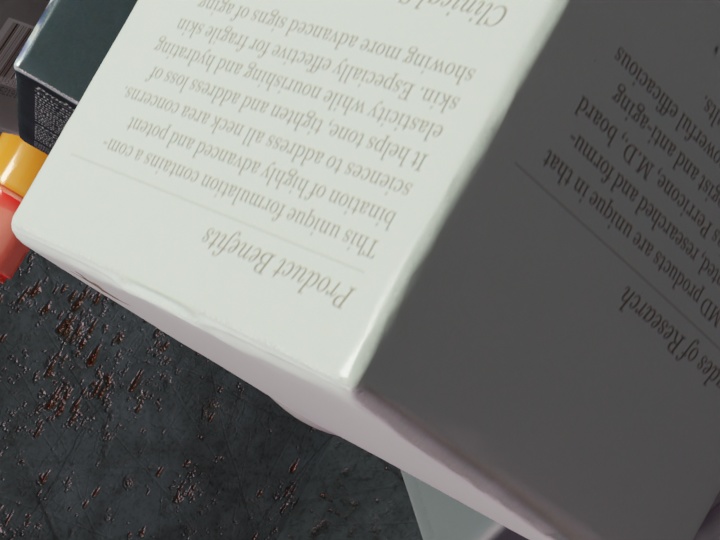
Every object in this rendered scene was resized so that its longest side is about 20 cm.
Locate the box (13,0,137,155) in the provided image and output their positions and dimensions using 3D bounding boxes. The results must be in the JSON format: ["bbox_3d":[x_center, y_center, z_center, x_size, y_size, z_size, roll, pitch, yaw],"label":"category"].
[{"bbox_3d":[-0.054,-0.100,0.728,0.107,0.149,0.200,30,172,-8],"label":"box"}]

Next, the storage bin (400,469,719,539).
[{"bbox_3d":[0.119,0.092,0.913,0.134,0.200,0.146,6,-130,-33],"label":"storage bin"}]

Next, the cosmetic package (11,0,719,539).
[{"bbox_3d":[0.038,-0.043,0.563,0.167,0.201,0.166,23,170,46],"label":"cosmetic package"}]

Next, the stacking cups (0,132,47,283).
[{"bbox_3d":[-0.150,-0.090,0.953,0.060,0.201,0.061,30,171,5],"label":"stacking cups"}]

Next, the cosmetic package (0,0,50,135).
[{"bbox_3d":[-0.218,-0.163,0.894,0.200,0.090,0.107,45,-164,27],"label":"cosmetic package"}]

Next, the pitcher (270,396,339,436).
[{"bbox_3d":[0.000,0.000,0.906,0.171,0.122,0.200,14,149,37],"label":"pitcher"}]
